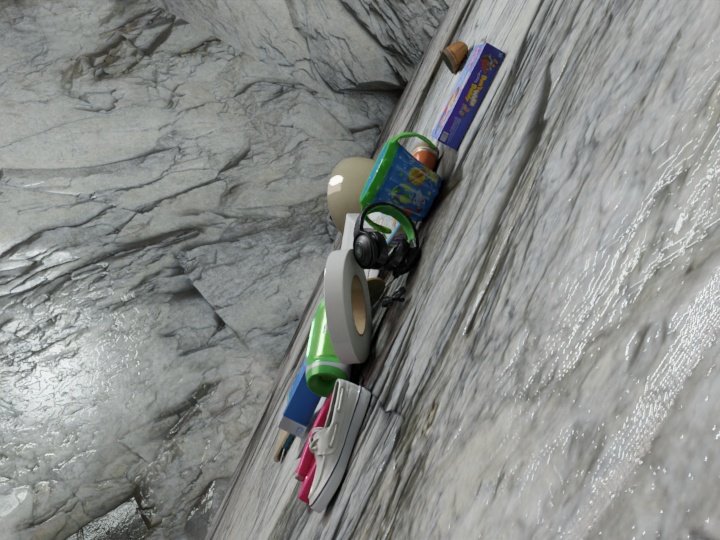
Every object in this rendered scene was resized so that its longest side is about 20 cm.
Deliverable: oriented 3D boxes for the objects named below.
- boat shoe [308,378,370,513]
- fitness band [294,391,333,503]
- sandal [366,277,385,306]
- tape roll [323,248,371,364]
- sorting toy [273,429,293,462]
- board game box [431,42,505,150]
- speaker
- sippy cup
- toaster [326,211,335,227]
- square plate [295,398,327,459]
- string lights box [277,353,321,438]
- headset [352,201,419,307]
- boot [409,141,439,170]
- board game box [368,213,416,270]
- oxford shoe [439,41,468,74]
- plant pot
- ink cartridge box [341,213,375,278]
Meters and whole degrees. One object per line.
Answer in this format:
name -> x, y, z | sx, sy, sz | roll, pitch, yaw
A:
boat shoe -> -0.046, 0.261, 1.126 | 0.203, 0.065, 0.072 | -67, 7, -23
fitness band -> -0.064, 0.298, 1.276 | 0.144, 0.037, 0.202 | 125, 168, -56
sandal -> -0.028, 0.063, 1.557 | 0.213, 0.077, 0.070 | -52, 36, 32
tape roll -> -0.019, 0.064, 1.313 | 0.203, 0.036, 0.207 | -7, -90, -77
sorting toy -> -0.164, 0.365, 1.902 | 0.186, 0.036, 0.203 | -77, 10, -65
board game box -> 0.210, -0.345, 1.474 | 0.203, 0.044, 0.135 | -63, 6, 13
speaker -> -0.052, 0.136, 1.401 | 0.202, 0.087, 0.089 | -83, 18, -45
sippy cup -> 0.083, -0.164, 1.435 | 0.178, 0.129, 0.141 | -56, 10, 53
toaster -> -0.047, -0.289, 3.112 | 0.182, 0.117, 0.201 | -59, 8, 36
square plate -> -0.065, 0.255, 1.493 | 0.199, 0.028, 0.202 | -74, 11, -55
string lights box -> -0.101, 0.226, 1.512 | 0.203, 0.058, 0.103 | -64, 6, 3
headset -> 0.051, -0.032, 1.290 | 0.094, 0.121, 0.204 | -40, 41, 54
boot -> 0.104, -0.188, 1.648 | 0.200, 0.074, 0.109 | 127, 163, -57
board game box -> 0.060, -0.109, 1.609 | 0.201, 0.034, 0.137 | 125, 144, -55
oxford shoe -> 0.259, -0.581, 2.007 | 0.071, 0.072, 0.200 | -35, 11, 7
plant pot -> 0.033, -0.180, 1.806 | 0.133, 0.200, 0.203 | 0, 57, 42
ink cartridge box -> 0.000, 0.000, 1.641 | 0.176, 0.044, 0.204 | -130, 44, -57
